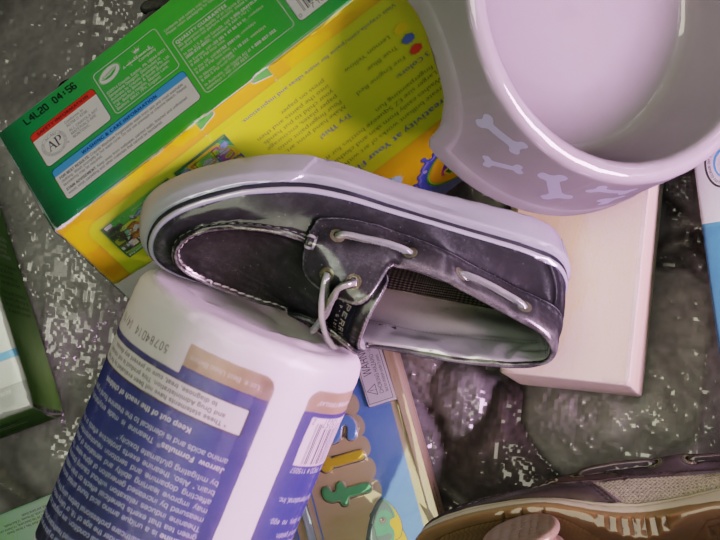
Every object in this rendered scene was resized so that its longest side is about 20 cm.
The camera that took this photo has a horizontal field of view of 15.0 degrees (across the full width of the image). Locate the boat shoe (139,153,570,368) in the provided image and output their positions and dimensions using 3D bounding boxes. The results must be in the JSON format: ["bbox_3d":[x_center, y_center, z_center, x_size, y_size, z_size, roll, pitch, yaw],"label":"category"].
[{"bbox_3d":[0.000,0.000,1.220,0.199,0.072,0.071,6,45,-8],"label":"boat shoe"}]

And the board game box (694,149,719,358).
[{"bbox_3d":[0.265,-0.002,1.294,0.199,0.047,0.152,-9,82,9],"label":"board game box"}]

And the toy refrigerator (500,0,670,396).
[{"bbox_3d":[0.109,-0.044,1.313,0.070,0.076,0.201,6,85,11],"label":"toy refrigerator"}]

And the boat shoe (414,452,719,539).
[{"bbox_3d":[0.124,0.127,1.296,0.199,0.065,0.073,-4,112,9],"label":"boat shoe"}]

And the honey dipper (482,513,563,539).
[{"bbox_3d":[0.101,0.210,1.274,0.038,0.038,0.201,-14,107,8],"label":"honey dipper"}]

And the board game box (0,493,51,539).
[{"bbox_3d":[-0.133,0.175,1.338,0.199,0.029,0.135,-22,80,17],"label":"board game box"}]

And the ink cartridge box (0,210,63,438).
[{"bbox_3d":[-0.232,-0.005,1.378,0.103,0.059,0.201,-20,80,8],"label":"ink cartridge box"}]

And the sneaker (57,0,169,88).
[{"bbox_3d":[-0.065,-0.117,1.351,0.200,0.077,0.084,-30,57,-8],"label":"sneaker"}]

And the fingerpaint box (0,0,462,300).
[{"bbox_3d":[-0.042,-0.066,1.291,0.200,0.167,0.073,-38,55,4],"label":"fingerpaint box"}]

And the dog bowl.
[{"bbox_3d":[0.103,-0.125,1.217,0.199,0.059,0.201,1,89,-34],"label":"dog bowl"}]

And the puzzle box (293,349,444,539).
[{"bbox_3d":[-0.024,0.132,1.342,0.133,0.025,0.201,-17,81,9],"label":"puzzle box"}]

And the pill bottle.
[{"bbox_3d":[-0.085,0.110,1.250,0.111,0.111,0.201,25,98,12],"label":"pill bottle"}]
